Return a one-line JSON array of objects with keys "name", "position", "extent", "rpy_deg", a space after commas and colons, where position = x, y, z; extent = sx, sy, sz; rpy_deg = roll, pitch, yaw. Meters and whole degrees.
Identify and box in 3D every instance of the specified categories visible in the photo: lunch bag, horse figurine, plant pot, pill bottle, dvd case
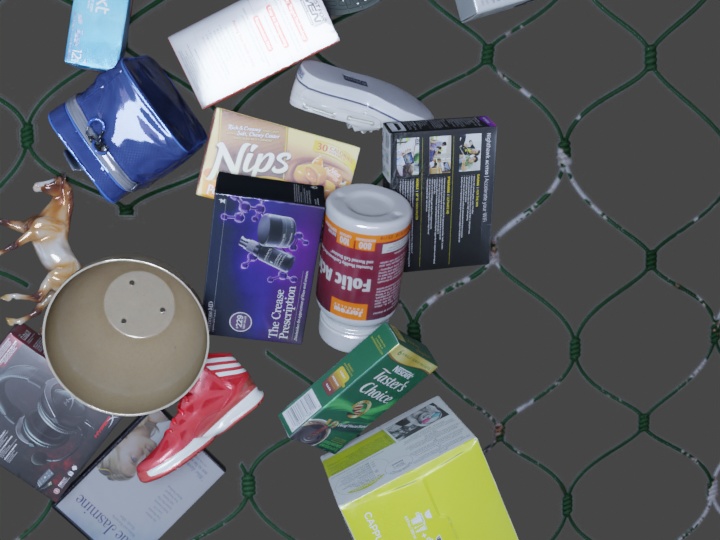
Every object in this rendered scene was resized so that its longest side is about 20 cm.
[{"name": "lunch bag", "position": [-0.285, -0.166, 1.083], "extent": [0.132, 0.200, 0.137], "rpy_deg": [-33, 100, 9]}, {"name": "horse figurine", "position": [-0.410, -0.011, 1.153], "extent": [0.131, 0.050, 0.202], "rpy_deg": [-22, 93, -27]}, {"name": "plant pot", "position": [-0.290, 0.064, 1.142], "extent": [0.197, 0.135, 0.203], "rpy_deg": [-2, 107, -7]}, {"name": "pill bottle", "position": [0.000, 0.000, 1.174], "extent": [0.113, 0.115, 0.202], "rpy_deg": [1, 122, -10]}, {"name": "dvd case", "position": [-0.305, 0.299, 1.237], "extent": [0.200, 0.018, 0.143], "rpy_deg": [-45, 103, -2]}]

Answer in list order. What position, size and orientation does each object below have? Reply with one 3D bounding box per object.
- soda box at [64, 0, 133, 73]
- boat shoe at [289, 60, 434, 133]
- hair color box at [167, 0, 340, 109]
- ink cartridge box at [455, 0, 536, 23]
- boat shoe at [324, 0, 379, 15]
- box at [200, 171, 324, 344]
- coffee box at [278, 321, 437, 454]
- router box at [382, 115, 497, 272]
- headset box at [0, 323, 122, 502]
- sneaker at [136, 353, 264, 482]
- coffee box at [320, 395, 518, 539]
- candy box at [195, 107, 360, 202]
[{"name": "soda box", "position": [-0.319, -0.352, 1.123], "extent": [0.067, 0.064, 0.203], "rpy_deg": [10, 96, -12]}, {"name": "boat shoe", "position": [0.001, -0.217, 1.200], "extent": [0.198, 0.072, 0.066], "rpy_deg": [12, 126, -24]}, {"name": "hair color box", "position": [-0.134, -0.297, 1.149], "extent": [0.198, 0.061, 0.102], "rpy_deg": [-24, 102, 6]}, {"name": "ink cartridge box", "position": [0.217, -0.436, 1.199], "extent": [0.198, 0.083, 0.148], "rpy_deg": [-18, 100, -7]}, {"name": "boat shoe", "position": [0.022, -0.403, 1.178], "extent": [0.200, 0.065, 0.075], "rpy_deg": [-30, 112, 10]}, {"name": "box", "position": [-0.129, -0.014, 1.165], "extent": [0.139, 0.079, 0.202], "rpy_deg": [7, 116, -6]}, {"name": "coffee box", "position": [-0.002, 0.162, 1.206], "extent": [0.200, 0.044, 0.123], "rpy_deg": [-41, 144, 10]}, {"name": "router box", "position": [0.105, -0.101, 1.213], "extent": [0.147, 0.051, 0.203], "rpy_deg": [-5, 116, -10]}, {"name": "headset box", "position": [-0.429, 0.178, 1.169], "extent": [0.199, 0.077, 0.149], "rpy_deg": [39, 90, -14]}, {"name": "sneaker", "position": [-0.237, 0.185, 1.203], "extent": [0.199, 0.078, 0.116], "rpy_deg": [-36, 92, -27]}, {"name": "coffee box", "position": [0.080, 0.326, 1.218], "extent": [0.198, 0.198, 0.202], "rpy_deg": [-25, 101, -6]}, {"name": "candy box", "position": [-0.111, -0.135, 1.194], "extent": [0.197, 0.055, 0.117], "rpy_deg": [14, 96, -11]}]
